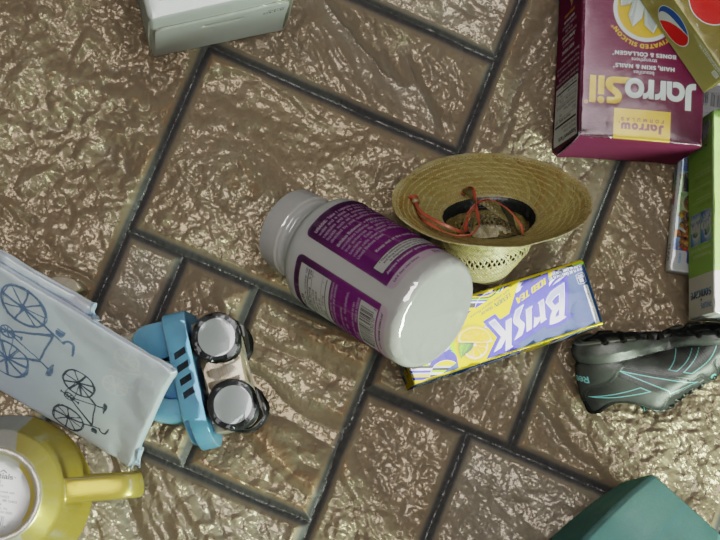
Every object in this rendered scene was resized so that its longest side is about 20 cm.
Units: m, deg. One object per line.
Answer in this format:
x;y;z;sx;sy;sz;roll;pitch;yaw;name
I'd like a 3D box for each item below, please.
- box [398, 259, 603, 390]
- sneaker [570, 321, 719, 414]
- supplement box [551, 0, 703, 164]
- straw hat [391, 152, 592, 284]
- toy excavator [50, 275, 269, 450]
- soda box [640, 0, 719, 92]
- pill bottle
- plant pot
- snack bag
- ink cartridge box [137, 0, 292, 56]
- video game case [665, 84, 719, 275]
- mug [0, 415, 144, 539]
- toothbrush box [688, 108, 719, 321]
0.131;0.053;1.578;0.198;0.064;0.071;-17;85;-8;box
0.308;0.096;1.596;0.198;0.075;0.080;-5;97;0;sneaker
0.268;-0.216;1.606;0.130;0.103;0.202;3;83;-7;supplement box
0.123;-0.035;1.567;0.199;0.202;0.086;-2;120;-6;straw hat
-0.203;0.084;1.531;0.198;0.100;0.196;-14;83;1;toy excavator
0.306;-0.276;1.534;0.068;0.064;0.201;-34;87;-11;soda box
0.000;0.000;1.511;0.199;0.112;0.113;32;79;35;pill bottle
0.237;0.300;1.524;0.141;0.141;0.200;40;73;0;plant pot
-0.267;0.085;1.481;0.199;0.189;0.021;31;49;1;snack bag
-0.157;-0.329;1.555;0.144;0.145;0.202;-13;84;-8;ink cartridge box
0.391;-0.088;1.645;0.142;0.018;0.202;8;82;-5;video game case
-0.310;0.194;1.469;0.186;0.153;0.150;-36;87;-9;mug
0.405;-0.051;1.589;0.144;0.086;0.202;1;82;-6;toothbrush box
